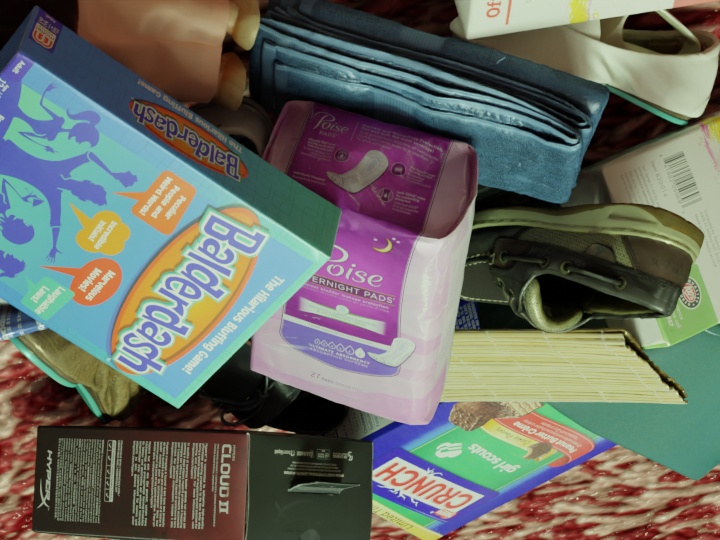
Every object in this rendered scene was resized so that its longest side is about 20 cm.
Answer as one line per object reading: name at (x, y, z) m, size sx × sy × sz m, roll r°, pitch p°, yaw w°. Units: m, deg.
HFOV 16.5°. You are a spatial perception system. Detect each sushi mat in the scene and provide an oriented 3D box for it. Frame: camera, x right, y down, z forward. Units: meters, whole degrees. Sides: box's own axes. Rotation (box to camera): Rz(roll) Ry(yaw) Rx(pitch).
sushi mat at (0.100, 0.061, 1.556) m, size 0.199 × 0.012 × 0.096 m, roll -2°, pitch 152°, yaw 37°

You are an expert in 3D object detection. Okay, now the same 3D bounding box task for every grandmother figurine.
grandmother figurine at (-0.159, -0.128, 1.340) m, size 0.198 × 0.061 × 0.122 m, roll 9°, pitch 98°, yaw -21°

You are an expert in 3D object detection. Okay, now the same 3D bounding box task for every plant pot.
plant pot at (0.178, 0.019, 1.632) m, size 0.199 × 0.142 × 0.141 m, roll 21°, pitch 135°, yaw -29°

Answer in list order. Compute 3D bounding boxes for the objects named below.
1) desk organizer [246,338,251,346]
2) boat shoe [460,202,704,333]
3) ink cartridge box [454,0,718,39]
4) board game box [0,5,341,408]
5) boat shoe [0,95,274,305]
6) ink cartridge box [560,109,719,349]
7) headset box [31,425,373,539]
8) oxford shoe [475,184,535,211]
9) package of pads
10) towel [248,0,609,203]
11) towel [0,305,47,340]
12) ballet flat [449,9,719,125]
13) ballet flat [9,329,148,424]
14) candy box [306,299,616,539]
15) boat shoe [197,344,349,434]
desk organizer at (-0.024, 0.016, 1.604) m, size 0.077 × 0.072 × 0.200 m, roll -32°, pitch 143°, yaw 22°
boat shoe at (0.111, 0.003, 1.457) m, size 0.073 × 0.065 × 0.199 m, roll 32°, pitch 155°, yaw -31°
ink cartridge box at (0.109, -0.191, 1.341) m, size 0.198 × 0.068 × 0.117 m, roll -10°, pitch 147°, yaw -7°
board game box at (-0.134, -0.029, 1.333) m, size 0.199 × 0.045 × 0.152 m, roll 32°, pitch 128°, yaw -18°
boat shoe at (-0.141, -0.041, 1.401) m, size 0.199 × 0.067 × 0.074 m, roll -32°, pitch 102°, yaw 6°
ink cartridge box at (0.232, -0.040, 1.534) m, size 0.199 × 0.118 × 0.067 m, roll -22°, pitch -178°, yaw -24°
headset box at (-0.096, 0.145, 1.661) m, size 0.199 × 0.078 × 0.148 m, roll -2°, pitch 174°, yaw 34°
oxford shoe at (0.080, -0.062, 1.531) m, size 0.084 × 0.073 × 0.200 m, roll 6°, pitch 154°, yaw -32°
package of pads at (0.000, 0.000, 1.431) m, size 0.119 × 0.076 × 0.201 m, roll 15°, pitch 144°, yaw 7°
towel at (0.035, -0.092, 1.402) m, size 0.198 × 0.049 × 0.112 m, roll 16°, pitch 158°, yaw 3°
towel at (-0.211, 0.018, 1.486) m, size 0.198 × 0.145 × 0.024 m, roll -14°, pitch 109°, yaw 2°
ballet flat at (0.135, -0.138, 1.449) m, size 0.199 × 0.070 × 0.069 m, roll 13°, pitch 139°, yaw -39°
ballet flat at (-0.169, 0.044, 1.585) m, size 0.072 × 0.068 × 0.200 m, roll -39°, pitch 157°, yaw -2°
candy box at (0.076, 0.100, 1.762) m, size 0.199 × 0.078 × 0.169 m, roll -29°, pitch 145°, yaw 23°
boat shoe at (-0.069, 0.065, 1.642) m, size 0.074 × 0.063 × 0.200 m, roll -39°, pitch 149°, yaw 17°
